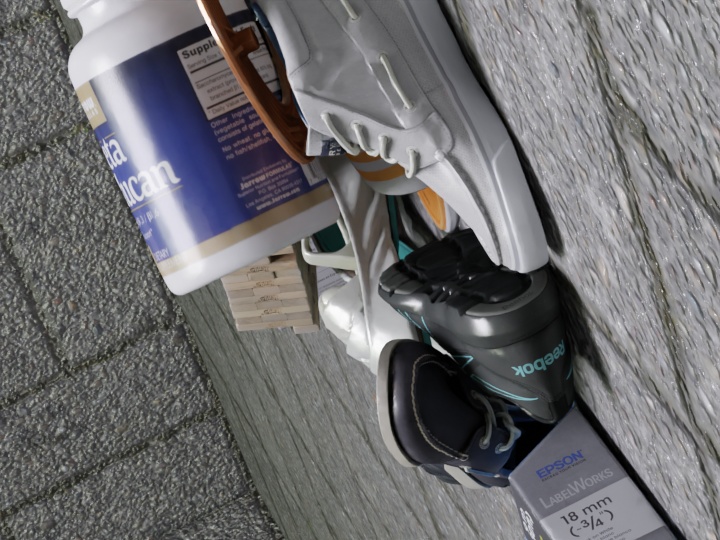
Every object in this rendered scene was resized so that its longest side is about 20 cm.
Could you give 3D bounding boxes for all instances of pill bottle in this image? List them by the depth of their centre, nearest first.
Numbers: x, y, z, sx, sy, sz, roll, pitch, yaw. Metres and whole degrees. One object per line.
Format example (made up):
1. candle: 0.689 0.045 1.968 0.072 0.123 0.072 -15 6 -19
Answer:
1. pill bottle: -0.101 -0.097 1.470 0.201 0.111 0.111 65 172 -2

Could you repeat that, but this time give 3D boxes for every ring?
1. ring: -0.064 -0.153 1.405 0.200 0.019 0.201 -24 -90 -80

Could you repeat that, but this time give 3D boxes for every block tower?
1. block tower: -0.067 -0.026 1.637 0.200 0.057 0.054 73 -167 -60

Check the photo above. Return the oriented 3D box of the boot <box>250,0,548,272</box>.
1. boot: 0.017 -0.075 1.337 0.201 0.095 0.074 63 172 8

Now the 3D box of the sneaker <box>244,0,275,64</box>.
1. sneaker: -0.064 -0.176 1.570 0.200 0.070 0.090 -104 -1 -56

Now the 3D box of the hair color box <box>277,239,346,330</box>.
1. hair color box: -0.052 -0.068 1.791 0.061 0.101 0.201 53 165 54

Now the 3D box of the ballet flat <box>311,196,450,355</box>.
1. ballet flat: 0.020 -0.007 1.680 0.200 0.069 0.070 54 167 49

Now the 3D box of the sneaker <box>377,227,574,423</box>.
1. sneaker: 0.066 0.031 1.432 0.080 0.075 0.200 64 173 -17

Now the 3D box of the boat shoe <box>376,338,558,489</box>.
1. boat shoe: 0.065 0.082 1.459 0.200 0.062 0.073 36 -127 -63

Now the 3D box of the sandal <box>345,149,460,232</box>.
1. sandal: -0.002 -0.110 1.480 0.207 0.059 0.079 67 172 -21

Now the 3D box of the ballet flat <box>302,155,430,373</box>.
1. ballet flat: 0.000 0.000 1.568 0.070 0.069 0.201 80 178 -62

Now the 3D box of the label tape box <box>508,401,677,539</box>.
1. label tape box: 0.136 0.171 1.442 0.200 0.063 0.145 55 167 47

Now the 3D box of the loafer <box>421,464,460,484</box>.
1. loafer: 0.067 0.109 1.709 0.071 0.068 0.201 58 178 -10
